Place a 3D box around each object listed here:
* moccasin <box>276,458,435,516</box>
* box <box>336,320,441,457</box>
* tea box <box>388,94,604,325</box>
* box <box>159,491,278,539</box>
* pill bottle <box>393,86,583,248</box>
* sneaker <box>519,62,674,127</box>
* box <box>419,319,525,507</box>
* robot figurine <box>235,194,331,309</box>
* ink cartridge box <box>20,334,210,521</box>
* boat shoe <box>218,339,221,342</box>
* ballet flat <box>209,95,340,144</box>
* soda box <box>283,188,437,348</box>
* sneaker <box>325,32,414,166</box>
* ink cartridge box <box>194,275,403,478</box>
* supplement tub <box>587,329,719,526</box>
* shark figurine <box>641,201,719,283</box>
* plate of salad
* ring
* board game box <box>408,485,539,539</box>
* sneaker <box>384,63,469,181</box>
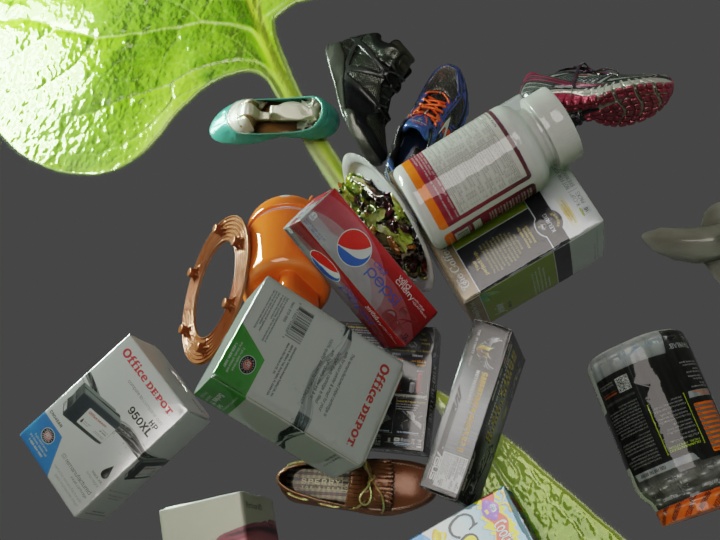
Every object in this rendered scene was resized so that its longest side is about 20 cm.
[{"bbox_3d":[-0.004,0.258,1.214,0.200,0.078,0.074,5,74,15],"label":"moccasin"},{"bbox_3d":[-0.004,0.147,1.264,0.198,0.050,0.159,2,74,15],"label":"box"},{"bbox_3d":[0.172,-0.070,1.242,0.196,0.134,0.201,-29,68,3],"label":"tea box"},{"bbox_3d":[-0.157,0.379,1.189,0.108,0.128,0.202,-14,71,9],"label":"box"},{"bbox_3d":[0.146,-0.119,1.133,0.199,0.110,0.110,-31,68,3],"label":"pill bottle"},{"bbox_3d":[0.306,-0.236,1.290,0.198,0.081,0.075,-3,60,9],"label":"sneaker"},{"bbox_3d":[0.136,0.174,1.163,0.048,0.158,0.201,16,77,20],"label":"box"},{"bbox_3d":[-0.096,-0.016,1.285,0.116,0.144,0.201,10,43,-12],"label":"robot figurine"},{"bbox_3d":[-0.322,0.207,1.306,0.200,0.084,0.145,-43,69,-2],"label":"ink cartridge box"},{"bbox_3d":[-0.097,0.136,1.225,0.071,0.072,0.200,-39,70,-4],"label":"boat shoe"},{"bbox_3d":[-0.129,-0.220,1.397,0.198,0.070,0.068,0,73,14],"label":"ballet flat"},{"bbox_3d":[0.000,0.000,1.196,0.063,0.070,0.200,-45,102,-21],"label":"soda box"},{"bbox_3d":[0.026,-0.245,1.364,0.113,0.076,0.201,-20,64,14],"label":"sneaker"},{"bbox_3d":[-0.068,0.127,1.149,0.199,0.083,0.147,34,58,-9],"label":"ink cartridge box"},{"bbox_3d":[0.349,0.179,1.127,0.122,0.123,0.201,-20,69,7],"label":"supplement tub"},{"bbox_3d":[0.464,-0.068,1.195,0.214,0.090,0.128,-39,70,2],"label":"shark figurine"},{"bbox_3d":[0.025,-0.054,1.239,0.048,0.200,0.201,-31,67,-14],"label":"plate of salad"},{"bbox_3d":[-0.196,0.023,1.295,0.200,0.019,0.202,-39,42,46],"label":"ring"},{"bbox_3d":[0.110,0.347,1.144,0.199,0.105,0.103,-31,69,4],"label":"board game box"},{"bbox_3d":[0.090,-0.190,1.329,0.075,0.078,0.201,19,79,18],"label":"sneaker"}]
